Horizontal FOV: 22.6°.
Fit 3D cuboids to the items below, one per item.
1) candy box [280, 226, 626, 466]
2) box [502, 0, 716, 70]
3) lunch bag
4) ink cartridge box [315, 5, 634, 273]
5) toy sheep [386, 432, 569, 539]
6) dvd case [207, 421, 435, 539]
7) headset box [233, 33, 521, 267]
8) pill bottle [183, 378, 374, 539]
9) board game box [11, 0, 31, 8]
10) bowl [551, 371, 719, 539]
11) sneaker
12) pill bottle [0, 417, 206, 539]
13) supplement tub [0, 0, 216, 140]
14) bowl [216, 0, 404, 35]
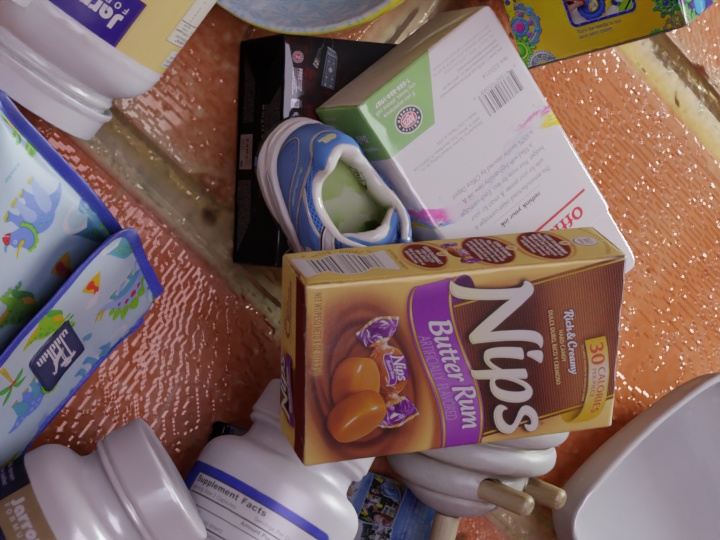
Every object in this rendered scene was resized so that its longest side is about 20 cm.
[{"bbox_3d":[0.055,0.043,1.077,0.200,0.056,0.117,-6,114,-18],"label":"candy box"},{"bbox_3d":[0.166,-0.263,1.199,0.200,0.122,0.193,-40,113,-53],"label":"box"},{"bbox_3d":[-0.225,0.011,1.056,0.170,0.127,0.200,-50,130,-15],"label":"lunch bag"},{"bbox_3d":[0.076,-0.053,1.150,0.117,0.067,0.200,-39,108,-21],"label":"ink cartridge box"},{"bbox_3d":[0.080,0.098,1.211,0.138,0.138,0.200,14,95,-28],"label":"toy sheep"},{"bbox_3d":[-0.033,0.198,1.220,0.200,0.018,0.143,22,83,-28],"label":"dvd case"},{"bbox_3d":[0.021,-0.074,1.202,0.200,0.077,0.149,2,92,-26],"label":"headset box"},{"bbox_3d":[-0.071,0.173,1.125,0.112,0.112,0.200,36,76,-25],"label":"pill bottle"},{"bbox_3d":[-0.197,-0.249,0.991,0.134,0.200,0.034,-49,141,8],"label":"board game box"},{"bbox_3d":[0.237,0.190,1.332,0.200,0.075,0.200,-37,109,-20],"label":"bowl"},{"bbox_3d":[0.000,0.000,1.110,0.076,0.077,0.200,-35,109,-20],"label":"sneaker"},{"bbox_3d":[-0.195,0.170,1.050,0.200,0.111,0.111,-30,107,-3],"label":"pill bottle"},{"bbox_3d":[-0.147,-0.191,1.047,0.145,0.145,0.200,35,96,-25],"label":"supplement tub"},{"bbox_3d":[-0.015,-0.247,1.143,0.108,0.200,0.200,-11,101,-69],"label":"bowl"}]
